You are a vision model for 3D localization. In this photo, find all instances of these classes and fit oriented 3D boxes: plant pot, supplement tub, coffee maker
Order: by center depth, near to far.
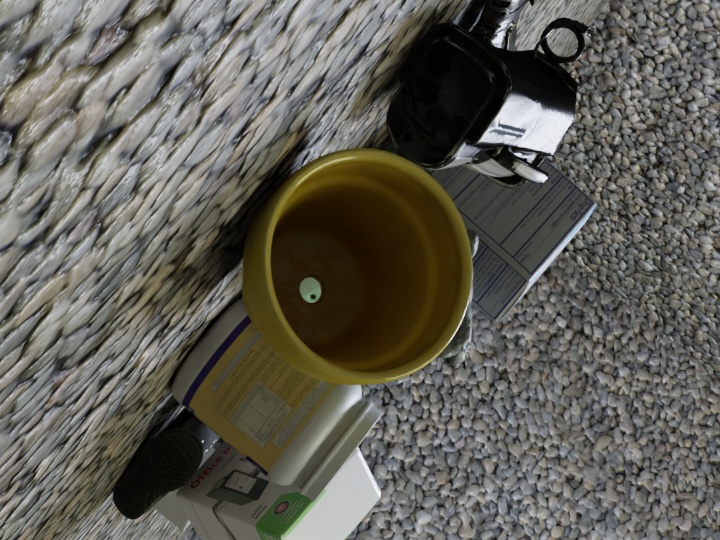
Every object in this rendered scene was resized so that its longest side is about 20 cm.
[{"bbox_3d":[-0.023,0.006,1.184,0.201,0.201,0.189,-50,-170,-19],"label":"plant pot"},{"bbox_3d":[0.134,-0.190,1.335,0.199,0.134,0.194,3,104,-62],"label":"coffee maker"},{"bbox_3d":[-0.089,0.140,1.405,0.146,0.199,0.145,-50,175,-6],"label":"supplement tub"}]

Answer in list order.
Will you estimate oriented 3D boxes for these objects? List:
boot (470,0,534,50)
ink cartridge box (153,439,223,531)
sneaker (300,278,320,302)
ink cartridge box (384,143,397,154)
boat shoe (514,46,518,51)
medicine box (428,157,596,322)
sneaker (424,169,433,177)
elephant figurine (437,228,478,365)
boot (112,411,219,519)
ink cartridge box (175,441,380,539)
[{"bbox_3d":[0.139,-0.269,1.441,0.201,0.069,0.175,-54,172,-32],"label":"boot"},{"bbox_3d":[-0.211,0.255,1.830,0.200,0.084,0.145,-49,174,-29],"label":"ink cartridge box"},{"bbox_3d":[-0.008,0.020,1.359,0.118,0.200,0.074,-48,-168,15],"label":"sneaker"},{"bbox_3d":[0.042,-0.118,1.657,0.200,0.048,0.146,-50,175,-21],"label":"ink cartridge box"},{"bbox_3d":[0.155,-0.248,1.666,0.057,0.068,0.200,-53,178,34],"label":"boat shoe"},{"bbox_3d":[0.157,-0.072,1.588,0.182,0.200,0.103,-43,172,-40],"label":"medicine box"},{"bbox_3d":[0.001,-0.072,1.500,0.198,0.090,0.067,-21,-158,23],"label":"sneaker"},{"bbox_3d":[0.023,0.041,1.452,0.142,0.197,0.157,106,-12,-75],"label":"elephant figurine"},{"bbox_3d":[-0.208,0.211,1.605,0.181,0.073,0.200,-38,178,36],"label":"boot"},{"bbox_3d":[-0.100,0.265,1.525,0.199,0.085,0.146,9,-135,44],"label":"ink cartridge box"}]
